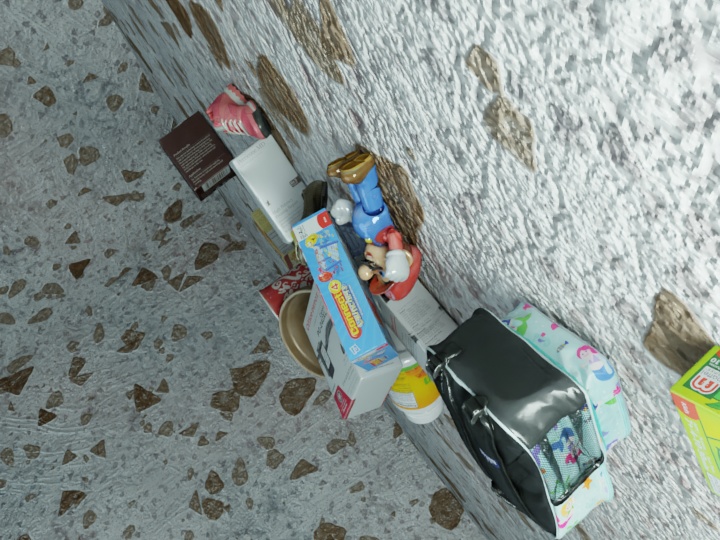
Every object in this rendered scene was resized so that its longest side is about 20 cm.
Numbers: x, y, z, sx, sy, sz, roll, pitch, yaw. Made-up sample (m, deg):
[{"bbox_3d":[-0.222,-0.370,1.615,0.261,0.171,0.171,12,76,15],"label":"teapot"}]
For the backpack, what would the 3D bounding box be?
[{"bbox_3d":[0.166,0.145,0.642,0.177,0.148,0.203,42,159,58],"label":"backpack"}]

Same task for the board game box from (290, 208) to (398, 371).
[{"bbox_3d":[-0.017,0.036,0.947,0.200,0.055,0.199,57,-172,-75],"label":"board game box"}]

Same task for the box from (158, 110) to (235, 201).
[{"bbox_3d":[-0.521,-0.366,2.145,0.202,0.165,0.164,53,171,1],"label":"box"}]

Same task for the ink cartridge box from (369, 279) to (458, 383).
[{"bbox_3d":[0.101,0.094,1.028,0.201,0.067,0.117,50,169,22],"label":"ink cartridge box"}]

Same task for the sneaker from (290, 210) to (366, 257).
[{"bbox_3d":[-0.045,-0.071,1.175,0.198,0.082,0.075,6,127,51],"label":"sneaker"}]

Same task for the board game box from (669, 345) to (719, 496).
[{"bbox_3d":[0.275,0.126,0.359,0.103,0.047,0.200,58,170,-24],"label":"board game box"}]

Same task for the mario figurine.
[{"bbox_3d":[0.009,-0.044,0.865,0.124,0.104,0.203,-68,-43,-61],"label":"mario figurine"}]

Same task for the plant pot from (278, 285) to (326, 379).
[{"bbox_3d":[-0.065,0.114,1.368,0.196,0.093,0.206,13,119,24],"label":"plant pot"}]

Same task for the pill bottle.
[{"bbox_3d":[0.095,0.190,1.215,0.111,0.110,0.203,42,160,47],"label":"pill bottle"}]

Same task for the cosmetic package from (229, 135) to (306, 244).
[{"bbox_3d":[-0.170,-0.166,1.347,0.202,0.101,0.074,54,170,-13],"label":"cosmetic package"}]

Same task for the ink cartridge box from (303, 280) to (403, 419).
[{"bbox_3d":[-0.020,0.123,1.128,0.202,0.082,0.147,62,152,29],"label":"ink cartridge box"}]

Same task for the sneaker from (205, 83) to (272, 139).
[{"bbox_3d":[-0.239,-0.289,1.285,0.200,0.086,0.074,44,168,46],"label":"sneaker"}]

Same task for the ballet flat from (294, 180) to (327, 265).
[{"bbox_3d":[-0.086,-0.082,1.078,0.203,0.045,0.068,-82,-5,-47],"label":"ballet flat"}]

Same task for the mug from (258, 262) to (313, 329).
[{"bbox_3d":[-0.103,0.055,1.484,0.179,0.199,0.133,58,169,-31],"label":"mug"}]

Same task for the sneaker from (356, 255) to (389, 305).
[{"bbox_3d":[0.000,0.000,1.207,0.199,0.074,0.116,40,165,20],"label":"sneaker"}]

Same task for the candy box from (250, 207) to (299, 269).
[{"bbox_3d":[-0.284,-0.109,2.223,0.201,0.055,0.116,50,170,20],"label":"candy box"}]
